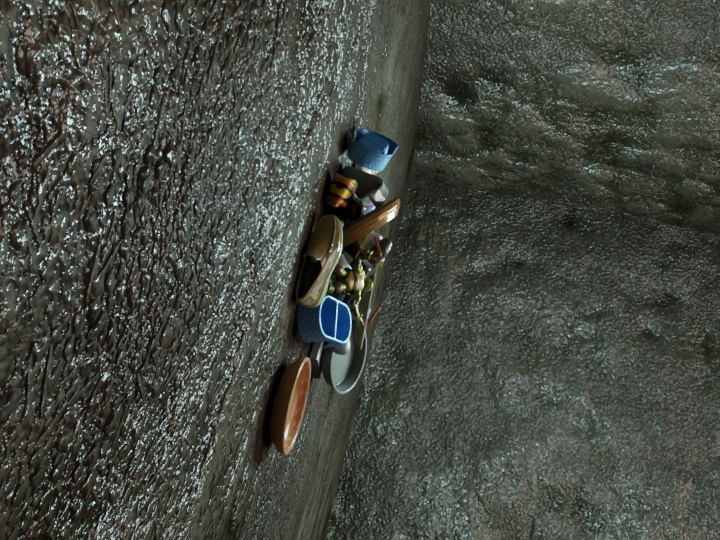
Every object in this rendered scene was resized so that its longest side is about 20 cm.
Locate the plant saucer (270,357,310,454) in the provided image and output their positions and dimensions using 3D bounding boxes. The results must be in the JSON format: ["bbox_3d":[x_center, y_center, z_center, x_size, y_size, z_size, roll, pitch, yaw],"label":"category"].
[{"bbox_3d":[-0.147,0.277,1.316,0.200,0.037,0.201,10,90,-84],"label":"plant saucer"}]

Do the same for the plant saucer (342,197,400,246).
[{"bbox_3d":[0.009,-0.105,1.468,0.038,0.199,0.200,60,14,-7],"label":"plant saucer"}]

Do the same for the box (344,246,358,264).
[{"bbox_3d":[-0.038,-0.005,1.700,0.082,0.068,0.201,-73,172,-45],"label":"box"}]

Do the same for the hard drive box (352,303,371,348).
[{"bbox_3d":[-0.040,0.187,1.878,0.200,0.076,0.157,-43,153,-80],"label":"hard drive box"}]

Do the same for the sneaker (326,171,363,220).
[{"bbox_3d":[-0.046,-0.146,1.452,0.090,0.070,0.200,-64,169,-14],"label":"sneaker"}]

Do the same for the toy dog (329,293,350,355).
[{"bbox_3d":[-0.066,0.115,1.584,0.096,0.132,0.201,-30,-152,43],"label":"toy dog"}]

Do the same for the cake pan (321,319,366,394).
[{"bbox_3d":[-0.044,0.228,1.695,0.200,0.037,0.202,-26,120,-58],"label":"cake pan"}]

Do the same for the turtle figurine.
[{"bbox_3d":[-0.024,0.013,1.384,0.161,0.064,0.201,15,80,-43],"label":"turtle figurine"}]

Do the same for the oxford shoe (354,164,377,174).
[{"bbox_3d":[0.026,-0.291,1.743,0.071,0.073,0.201,96,9,-46],"label":"oxford shoe"}]

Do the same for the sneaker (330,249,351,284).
[{"bbox_3d":[-0.057,-0.004,1.502,0.200,0.080,0.074,-68,166,-66],"label":"sneaker"}]

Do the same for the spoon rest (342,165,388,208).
[{"bbox_3d":[0.013,-0.198,1.496,0.100,0.061,0.200,56,-7,-29],"label":"spoon rest"}]

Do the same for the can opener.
[{"bbox_3d":[0.000,0.000,1.512,0.201,0.052,0.066,-59,-153,9],"label":"can opener"}]

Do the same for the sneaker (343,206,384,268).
[{"bbox_3d":[-0.011,-0.091,1.585,0.201,0.084,0.075,63,-29,23],"label":"sneaker"}]

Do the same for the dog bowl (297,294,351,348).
[{"bbox_3d":[-0.075,0.110,1.404,0.200,0.049,0.112,34,57,-64],"label":"dog bowl"}]

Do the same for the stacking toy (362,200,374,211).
[{"bbox_3d":[0.001,-0.159,1.712,0.200,0.085,0.086,105,0,-58],"label":"stacking toy"}]

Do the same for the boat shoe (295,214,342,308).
[{"bbox_3d":[-0.086,-0.025,1.284,0.076,0.071,0.201,38,61,-65],"label":"boat shoe"}]

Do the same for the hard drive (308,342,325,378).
[{"bbox_3d":[-0.097,0.169,1.677,0.132,0.027,0.201,91,12,-59],"label":"hard drive"}]

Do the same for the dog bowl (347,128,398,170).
[{"bbox_3d":[0.027,-0.296,1.559,0.200,0.111,0.050,-65,179,-67],"label":"dog bowl"}]

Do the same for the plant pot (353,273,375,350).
[{"bbox_3d":[0.008,0.103,1.626,0.200,0.027,0.201,11,90,-87],"label":"plant pot"}]
